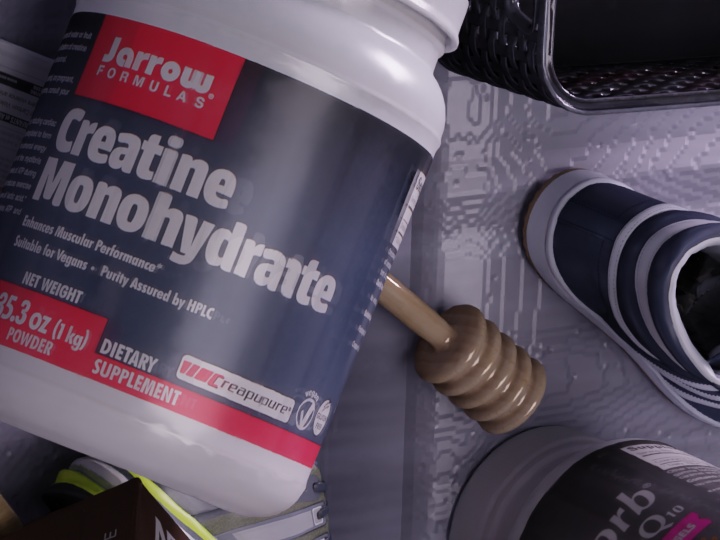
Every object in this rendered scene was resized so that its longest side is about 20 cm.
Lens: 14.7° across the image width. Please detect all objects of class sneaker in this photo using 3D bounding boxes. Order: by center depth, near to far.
[{"bbox_3d":[-0.033,0.114,1.108,0.200,0.074,0.081,45,72,-36],"label":"sneaker"},{"bbox_3d":[0.165,0.029,1.188,0.200,0.108,0.070,33,85,-35],"label":"sneaker"}]

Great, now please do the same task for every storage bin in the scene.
[{"bbox_3d":[0.135,-0.142,1.125,0.199,0.094,0.136,-6,106,-29],"label":"storage bin"}]

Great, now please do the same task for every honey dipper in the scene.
[{"bbox_3d":[0.000,0.000,1.117,0.200,0.038,0.038,39,81,-33],"label":"honey dipper"}]

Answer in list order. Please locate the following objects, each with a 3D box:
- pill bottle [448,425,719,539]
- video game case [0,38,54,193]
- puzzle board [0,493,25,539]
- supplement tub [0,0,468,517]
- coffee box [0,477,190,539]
[{"bbox_3d":[0.128,0.135,1.137,0.116,0.200,0.117,-9,108,-31],"label":"pill bottle"},{"bbox_3d":[-0.187,0.001,1.006,0.143,0.018,0.201,20,91,-36],"label":"video game case"},{"bbox_3d":[-0.219,0.129,1.006,0.200,0.017,0.151,-38,126,-10],"label":"puzzle board"},{"bbox_3d":[-0.054,-0.026,0.989,0.140,0.140,0.201,25,84,-35],"label":"supplement tub"},{"bbox_3d":[-0.066,0.189,1.032,0.080,0.115,0.200,-23,126,18],"label":"coffee box"}]
